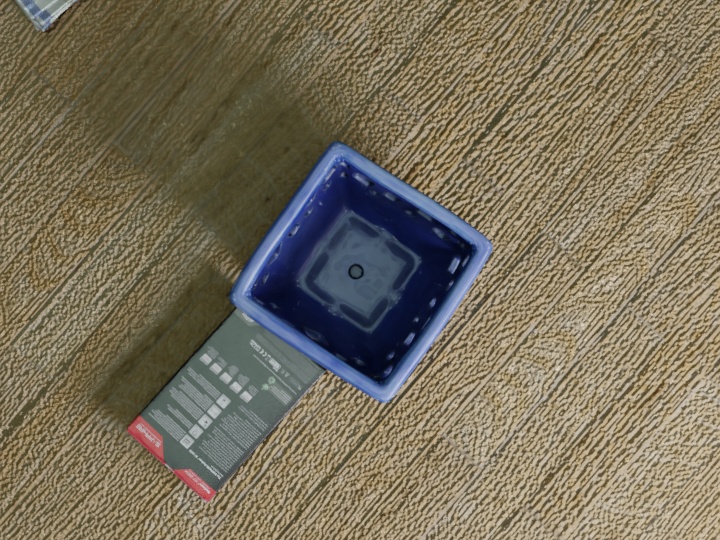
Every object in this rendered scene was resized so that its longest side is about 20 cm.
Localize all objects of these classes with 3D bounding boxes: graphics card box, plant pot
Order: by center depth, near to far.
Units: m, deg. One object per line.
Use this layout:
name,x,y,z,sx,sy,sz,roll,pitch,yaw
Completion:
plant pot,0.000,0.000,1.193,0.200,0.180,0.200,34,91,-1
graphics card box,-0.148,0.142,1.257,0.125,0.051,0.200,42,91,0

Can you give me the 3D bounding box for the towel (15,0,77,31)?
towel,-0.328,-0.383,1.266,0.200,0.024,0.147,-39,88,-2
